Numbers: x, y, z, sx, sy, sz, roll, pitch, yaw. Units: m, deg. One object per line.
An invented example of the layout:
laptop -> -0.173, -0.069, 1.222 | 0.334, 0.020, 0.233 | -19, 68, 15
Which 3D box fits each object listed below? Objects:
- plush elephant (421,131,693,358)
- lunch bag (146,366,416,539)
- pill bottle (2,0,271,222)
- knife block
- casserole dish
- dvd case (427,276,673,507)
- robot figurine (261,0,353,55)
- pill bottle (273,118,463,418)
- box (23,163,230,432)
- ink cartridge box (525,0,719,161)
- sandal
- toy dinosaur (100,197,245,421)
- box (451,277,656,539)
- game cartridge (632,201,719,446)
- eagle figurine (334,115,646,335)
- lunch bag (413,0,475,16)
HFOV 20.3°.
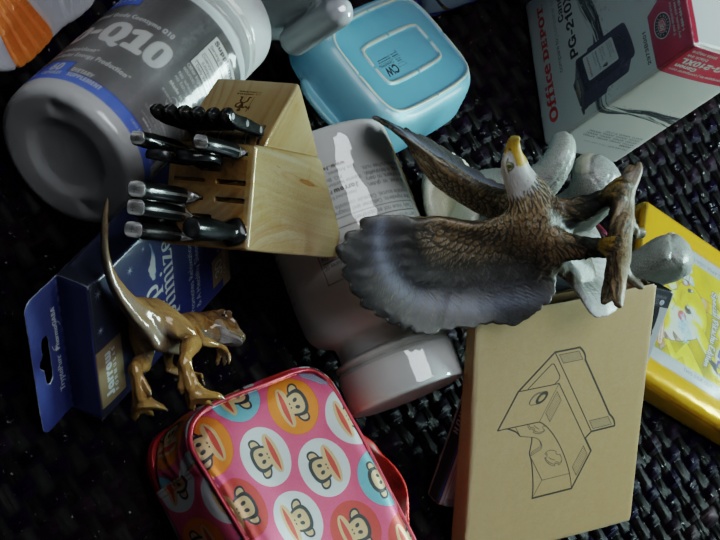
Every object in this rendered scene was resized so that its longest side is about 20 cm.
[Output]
plush elephant -> 0.140, -0.038, 1.602 | 0.164, 0.200, 0.155 | 30, 30, -41
lunch bag -> -0.039, 0.170, 1.398 | 0.176, 0.082, 0.201 | -20, 81, -43
pill bottle -> -0.153, -0.133, 1.435 | 0.114, 0.114, 0.200 | 48, 47, -9
knife block -> -0.088, -0.036, 1.333 | 0.201, 0.064, 0.176 | 75, 31, -41
casserole dish -> 0.023, -0.163, 1.611 | 0.121, 0.039, 0.200 | 50, 35, 4
dvd case -> 0.146, 0.093, 1.539 | 0.150, 0.025, 0.201 | 12, 103, -34
robot figurine -> -0.048, -0.249, 1.517 | 0.113, 0.200, 0.170 | -4, 72, -39
pill bottle -> 0.000, 0.000, 1.490 | 0.114, 0.114, 0.201 | -13, 77, -41
box -> -0.153, 0.014, 1.367 | 0.032, 0.122, 0.200 | 20, 45, 22
ink cartridge box -> 0.238, -0.202, 1.721 | 0.084, 0.200, 0.145 | 9, 63, -32
sandal -> -0.253, -0.185, 1.428 | 0.080, 0.059, 0.207 | 70, 25, -12
toy dinosaur -> -0.137, 0.039, 1.330 | 0.200, 0.060, 0.107 | 39, 35, -64
box -> 0.144, 0.112, 1.515 | 0.163, 0.021, 0.201 | -10, 114, -30
game cartridge -> 0.303, 0.058, 1.757 | 0.200, 0.032, 0.177 | 29, 53, -23
eagle figurine -> 0.098, -0.036, 1.426 | 0.152, 0.199, 0.152 | -27, 115, -71
lunch bag -> 0.141, -0.308, 1.715 | 0.200, 0.170, 0.124 | -26, 89, -42
